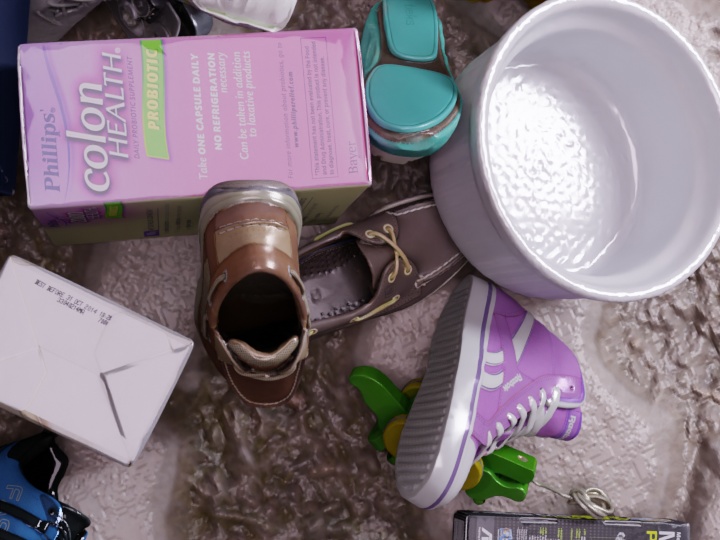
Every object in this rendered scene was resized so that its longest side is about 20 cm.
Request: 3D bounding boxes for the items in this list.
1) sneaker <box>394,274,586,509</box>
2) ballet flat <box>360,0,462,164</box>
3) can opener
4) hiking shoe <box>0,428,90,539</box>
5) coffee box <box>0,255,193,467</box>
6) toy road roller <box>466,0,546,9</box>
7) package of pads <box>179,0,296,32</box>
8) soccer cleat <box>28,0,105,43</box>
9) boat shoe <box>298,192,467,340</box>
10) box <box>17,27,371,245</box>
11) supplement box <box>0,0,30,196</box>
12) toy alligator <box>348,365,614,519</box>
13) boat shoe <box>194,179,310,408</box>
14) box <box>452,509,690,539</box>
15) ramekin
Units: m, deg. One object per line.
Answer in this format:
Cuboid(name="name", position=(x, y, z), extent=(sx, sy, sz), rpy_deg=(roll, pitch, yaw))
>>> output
Cuboid(name="sneaker", position=(0.095, 0.092, 0.901), extent=(0.114, 0.073, 0.201), rpy_deg=(34, 40, -8))
Cuboid(name="ballet flat", position=(0.029, -0.111, 0.912), extent=(0.067, 0.201, 0.071), rpy_deg=(7, 126, -3))
Cuboid(name="can opener", position=(-0.175, -0.238, 0.960), extent=(0.067, 0.053, 0.201), rpy_deg=(-31, 88, -42))
Cuboid(name="hiking shoe", position=(-0.203, 0.177, 0.841), extent=(0.086, 0.075, 0.201), rpy_deg=(-30, 49, 1))
Cuboid(name="coffee box", position=(-0.168, 0.057, 0.844), extent=(0.114, 0.200, 0.080), rpy_deg=(27, 82, -4))
Cuboid(name="toy road roller", position=(0.139, -0.263, 0.968), extent=(0.200, 0.123, 0.146), rpy_deg=(-46, 105, -8))
Cuboid(name="package of pads", position=(-0.061, -0.253, 0.851), extent=(0.068, 0.155, 0.202), rpy_deg=(13, 101, -20))
Cuboid(name="soccer cleat", position=(-0.173, -0.196, 0.887), extent=(0.068, 0.200, 0.085), rpy_deg=(-12, 61, -50))
Cuboid(name="boat shoe", position=(0.000, 0.000, 0.945), extent=(0.199, 0.060, 0.072), rpy_deg=(-23, 88, -10))
Cuboid(name="box", position=(-0.105, -0.080, 0.880), extent=(0.198, 0.176, 0.098), rpy_deg=(-5, 85, -8))
Cuboid(name="supplement box", position=(-0.317, -0.149, 0.833), extent=(0.198, 0.134, 0.202), rpy_deg=(0, 82, 30))
Cuboid(name="toy alligator", position=(0.073, 0.132, 0.946), extent=(0.199, 0.059, 0.054), rpy_deg=(29, 121, -1))
Cuboid(name="boat shoe", position=(-0.064, 0.032, 0.834), extent=(0.075, 0.201, 0.072), rpy_deg=(-8, 54, -2))
Cuboid(name="box", position=(0.140, 0.268, 0.946), extent=(0.159, 0.044, 0.202), rpy_deg=(3, 84, -8))
Cuboid(name="ramekin", position=(0.142, -0.074, 0.934), extent=(0.199, 0.098, 0.202), rpy_deg=(4, 81, -24))
